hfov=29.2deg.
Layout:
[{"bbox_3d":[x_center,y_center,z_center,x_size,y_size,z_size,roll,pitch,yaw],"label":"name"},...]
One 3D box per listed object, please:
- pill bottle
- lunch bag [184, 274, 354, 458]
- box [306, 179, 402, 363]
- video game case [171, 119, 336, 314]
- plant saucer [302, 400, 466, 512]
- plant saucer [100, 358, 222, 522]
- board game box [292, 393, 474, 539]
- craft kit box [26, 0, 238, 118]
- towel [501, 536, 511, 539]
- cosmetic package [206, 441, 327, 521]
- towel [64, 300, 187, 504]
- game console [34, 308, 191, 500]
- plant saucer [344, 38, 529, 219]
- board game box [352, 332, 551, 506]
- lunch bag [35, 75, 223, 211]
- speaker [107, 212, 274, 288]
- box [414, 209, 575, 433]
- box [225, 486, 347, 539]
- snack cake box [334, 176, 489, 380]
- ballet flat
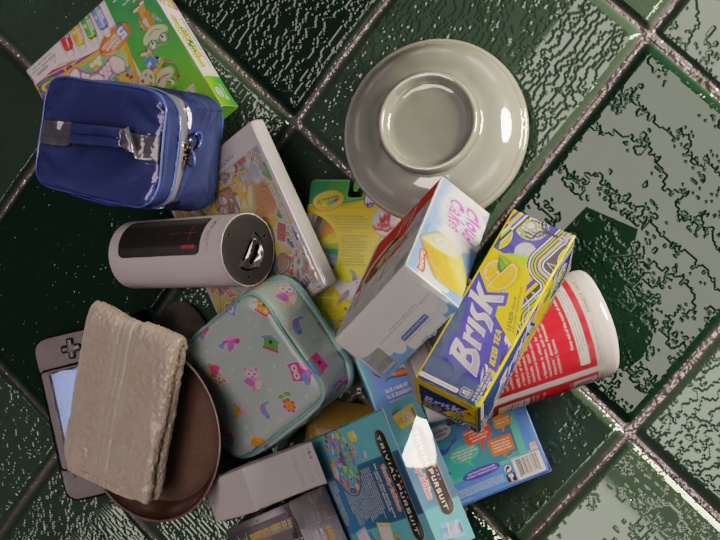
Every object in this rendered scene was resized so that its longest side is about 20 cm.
[{"bbox_3d":[0.147,0.081,1.374,0.199,0.112,0.113,-18,85,-5],"label":"pill bottle"},{"bbox_3d":[-0.106,0.111,1.512,0.161,0.077,0.200,53,133,2],"label":"lunch bag"},{"bbox_3d":[0.000,0.000,1.511,0.117,0.048,0.201,2,96,24],"label":"box"},{"bbox_3d":[-0.128,-0.039,1.545,0.182,0.023,0.201,-32,80,42],"label":"video game case"},{"bbox_3d":[0.016,0.252,1.516,0.199,0.048,0.201,5,95,24],"label":"plant saucer"},{"bbox_3d":[-0.227,0.177,1.534,0.199,0.034,0.201,4,98,31],"label":"plant saucer"},{"bbox_3d":[0.019,0.224,1.408,0.200,0.047,0.152,-31,79,56],"label":"board game box"},{"bbox_3d":[-0.271,-0.213,1.620,0.200,0.048,0.198,-37,81,21],"label":"craft kit box"},{"bbox_3d":[0.131,0.403,1.460,0.192,0.035,0.200,-33,93,21],"label":"towel"},{"bbox_3d":[-0.107,0.229,1.486,0.082,0.200,0.051,-21,84,-22],"label":"cosmetic package"},{"bbox_3d":[-0.257,0.146,1.512,0.132,0.034,0.201,19,103,27],"label":"towel"},{"bbox_3d":[-0.290,0.159,1.601,0.170,0.118,0.201,-13,87,1],"label":"game console"},{"bbox_3d":[0.075,-0.151,1.442,0.199,0.050,0.201,-2,80,14],"label":"plant saucer"},{"bbox_3d":[0.092,0.143,1.444,0.151,0.045,0.201,-20,86,-3],"label":"board game box"},{"bbox_3d":[-0.253,-0.137,1.512,0.199,0.132,0.137,10,97,30],"label":"lunch bag"},{"bbox_3d":[-0.189,-0.020,1.538,0.199,0.081,0.082,-1,93,43],"label":"speaker"},{"bbox_3d":[0.127,0.046,1.294,0.070,0.064,0.200,25,67,17],"label":"box"},{"bbox_3d":[-0.065,0.331,1.499,0.200,0.048,0.159,-37,74,58],"label":"box"},{"bbox_3d":[0.053,0.004,1.355,0.067,0.200,0.115,38,121,-8],"label":"snack cake box"},{"bbox_3d":[-0.197,0.133,1.594,0.067,0.064,0.201,-15,87,22],"label":"ballet flat"}]
